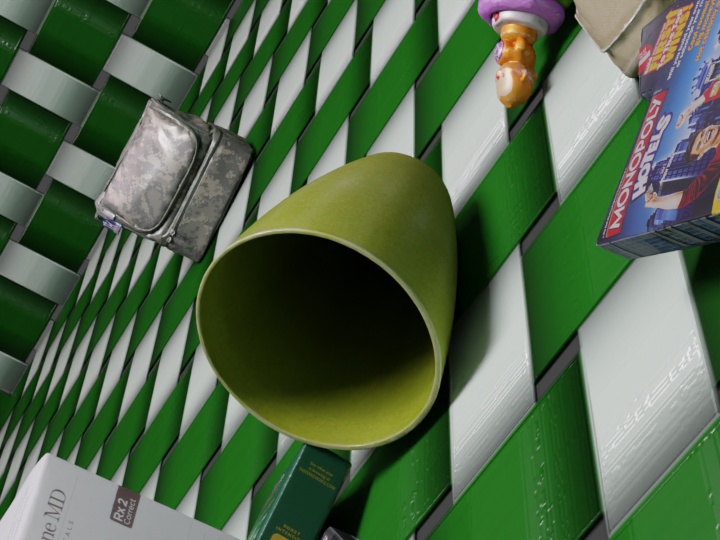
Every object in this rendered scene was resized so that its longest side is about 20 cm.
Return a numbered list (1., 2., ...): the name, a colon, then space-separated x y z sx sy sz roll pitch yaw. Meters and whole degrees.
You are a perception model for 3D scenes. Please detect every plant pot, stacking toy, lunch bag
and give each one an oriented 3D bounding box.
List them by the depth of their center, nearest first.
1. plant pot: 0.000 0.000 1.218 0.187 0.187 0.200 -51 5 38
2. stacking toy: 0.132 -0.224 1.279 0.116 0.109 0.202 -18 57 66
3. lunch bag: -0.269 -0.131 2.305 0.201 0.167 0.139 -61 15 7

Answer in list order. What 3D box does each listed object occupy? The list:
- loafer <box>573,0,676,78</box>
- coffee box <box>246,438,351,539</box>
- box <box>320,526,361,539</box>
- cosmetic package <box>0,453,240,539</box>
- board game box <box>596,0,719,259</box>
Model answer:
1. loafer: 0.174 -0.199 1.118 0.076 0.068 0.201 -56 17 25
2. coffee box: -0.075 0.234 1.193 0.201 0.044 0.123 -63 2 -36
3. box: -0.027 0.281 1.035 0.201 0.047 0.193 -64 17 -3
4. cosmetic package: -0.232 0.299 1.394 0.165 0.199 0.166 -51 19 38
5. board game box: 0.205 -0.096 0.859 0.201 0.061 0.200 -67 14 -13
